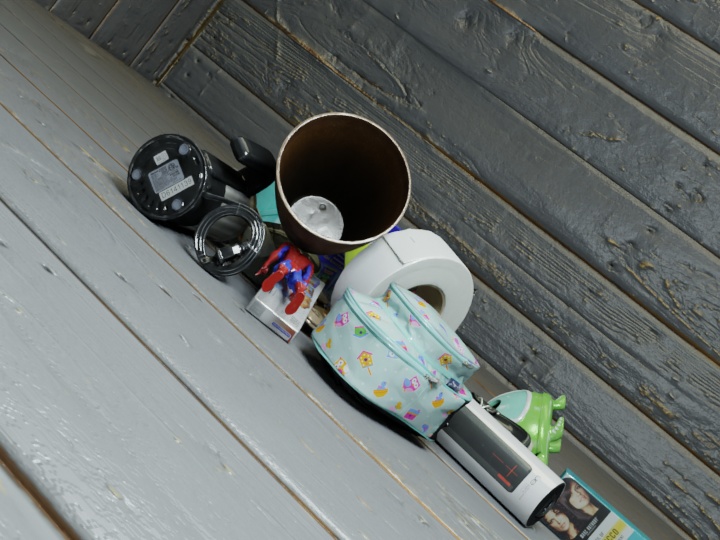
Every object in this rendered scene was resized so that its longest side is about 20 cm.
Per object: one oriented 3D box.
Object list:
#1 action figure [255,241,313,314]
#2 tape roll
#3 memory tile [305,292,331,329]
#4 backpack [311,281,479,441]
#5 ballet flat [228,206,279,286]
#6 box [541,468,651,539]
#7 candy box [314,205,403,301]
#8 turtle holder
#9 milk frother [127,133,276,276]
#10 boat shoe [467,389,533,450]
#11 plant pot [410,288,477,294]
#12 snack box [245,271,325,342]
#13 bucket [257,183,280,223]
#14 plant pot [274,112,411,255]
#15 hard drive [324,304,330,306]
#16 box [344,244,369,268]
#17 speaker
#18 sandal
[{"bbox_3d":[-0.095,0.004,1.227,0.065,0.052,0.200,40,13,-8],"label":"action figure"},{"bbox_3d":[0.060,0.041,1.334,0.202,0.202,0.071,35,14,-46],"label":"tape roll"},{"bbox_3d":[-0.037,0.088,1.374,0.200,0.017,0.153,48,9,16],"label":"memory tile"},{"bbox_3d":[0.041,0.106,1.198,0.200,0.154,0.176,27,16,-40],"label":"backpack"},{"bbox_3d":[-0.172,-0.062,1.428,0.067,0.064,0.200,-9,51,-29],"label":"ballet flat"},{"bbox_3d":[0.355,0.389,1.367,0.200,0.082,0.049,40,4,14],"label":"box"},{"bbox_3d":[-0.037,-0.032,1.632,0.169,0.200,0.077,36,5,-41],"label":"candy box"},{"bbox_3d":[0.244,0.271,1.446,0.131,0.186,0.141,6,-38,12],"label":"turtle holder"},{"bbox_3d":[-0.201,-0.076,1.308,0.188,0.179,0.201,25,57,-73],"label":"milk frother"},{"bbox_3d":[0.166,0.218,1.385,0.199,0.072,0.068,26,-38,41],"label":"boat shoe"},{"bbox_3d":[0.093,0.084,1.730,0.177,0.200,0.200,28,3,6],"label":"plant pot"},{"bbox_3d":[-0.098,0.034,1.268,0.072,0.024,0.200,38,18,-4],"label":"snack box"},{"bbox_3d":[-0.148,-0.105,1.914,0.207,0.135,0.207,39,3,-2],"label":"bucket"},{"bbox_3d":[-0.047,-0.098,1.334,0.187,0.187,0.200,39,-22,-2],"label":"plant pot"},{"bbox_3d":[-0.079,0.057,1.497,0.132,0.026,0.200,43,6,41],"label":"hard drive"},{"bbox_3d":[0.000,0.000,1.487,0.047,0.123,0.200,2,15,2],"label":"box"},{"bbox_3d":[0.186,0.258,1.294,0.200,0.081,0.081,42,5,29],"label":"speaker"},{"bbox_3d":[-0.158,-0.040,1.513,0.200,0.058,0.080,18,34,-16],"label":"sandal"}]
